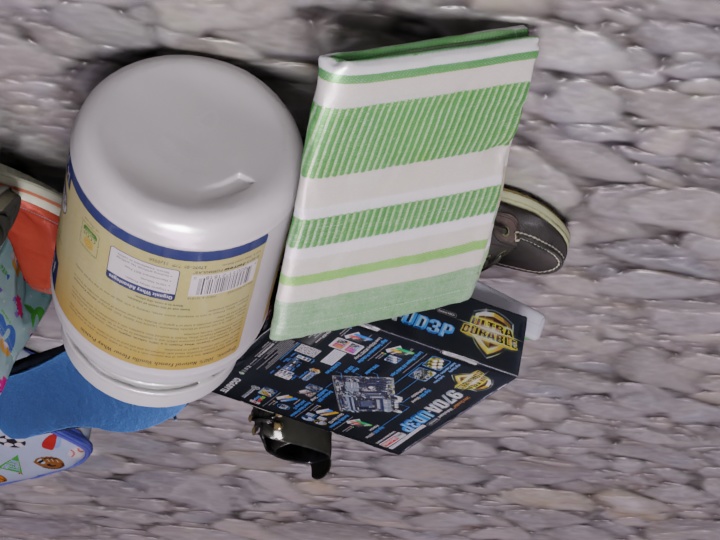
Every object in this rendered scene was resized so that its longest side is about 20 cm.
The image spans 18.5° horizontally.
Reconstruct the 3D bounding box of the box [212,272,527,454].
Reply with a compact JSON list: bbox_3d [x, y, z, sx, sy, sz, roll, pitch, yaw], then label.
[{"bbox_3d":[-0.001,0.058,1.497,0.158,0.046,0.200,19,154,-16],"label":"box"}]

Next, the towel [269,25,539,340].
[{"bbox_3d":[0.025,-0.052,1.333,0.151,0.023,0.201,-11,133,-27],"label":"towel"}]

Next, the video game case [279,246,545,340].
[{"bbox_3d":[0.000,0.000,1.513,0.199,0.022,0.182,25,169,-29],"label":"video game case"}]

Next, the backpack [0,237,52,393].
[{"bbox_3d":[-0.322,0.043,1.524,0.176,0.201,0.151,-8,135,24],"label":"backpack"}]

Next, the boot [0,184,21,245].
[{"bbox_3d":[-0.343,-0.042,1.416,0.200,0.182,0.073,42,168,9],"label":"boot"}]

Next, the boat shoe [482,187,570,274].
[{"bbox_3d":[0.063,-0.026,1.498,0.200,0.067,0.071,23,149,-39],"label":"boat shoe"}]

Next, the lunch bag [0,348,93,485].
[{"bbox_3d":[-0.330,0.124,1.858,0.199,0.076,0.160,-19,147,37],"label":"lunch bag"}]

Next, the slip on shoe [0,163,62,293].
[{"bbox_3d":[-0.210,-0.016,1.515,0.074,0.061,0.200,25,167,39],"label":"slip on shoe"}]

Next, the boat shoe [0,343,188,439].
[{"bbox_3d":[-0.182,0.066,1.532,0.199,0.069,0.085,-4,115,38],"label":"boat shoe"}]

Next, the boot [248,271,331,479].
[{"bbox_3d":[-0.078,0.058,1.606,0.077,0.140,0.199,-18,148,42],"label":"boot"}]

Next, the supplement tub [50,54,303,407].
[{"bbox_3d":[-0.119,-0.020,1.384,0.143,0.145,0.201,6,141,-10],"label":"supplement tub"}]
